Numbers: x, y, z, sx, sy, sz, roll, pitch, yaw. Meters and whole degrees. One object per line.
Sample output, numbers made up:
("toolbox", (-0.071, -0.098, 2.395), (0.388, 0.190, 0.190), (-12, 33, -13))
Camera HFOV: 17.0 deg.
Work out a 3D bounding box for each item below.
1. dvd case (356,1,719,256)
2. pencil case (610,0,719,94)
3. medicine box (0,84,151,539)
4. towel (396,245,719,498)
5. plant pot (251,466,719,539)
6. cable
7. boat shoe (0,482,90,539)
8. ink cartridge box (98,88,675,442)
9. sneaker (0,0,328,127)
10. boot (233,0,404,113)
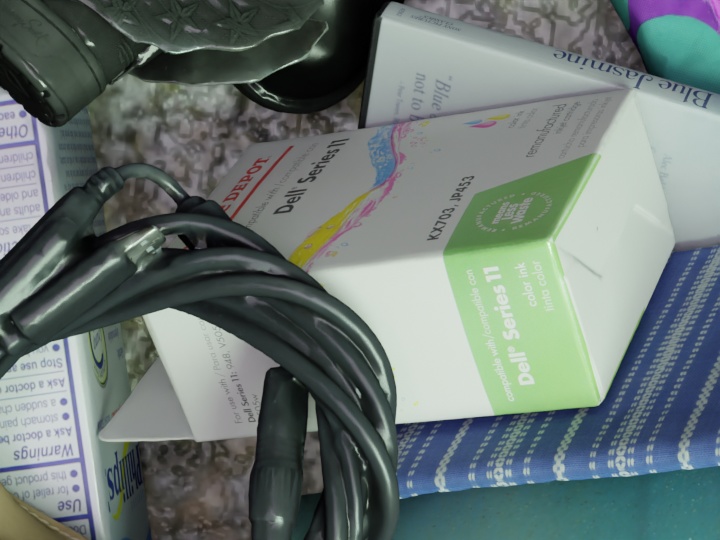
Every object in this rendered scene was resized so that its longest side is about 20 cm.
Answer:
("dvd case", (0.091, -0.011, 0.908), (0.200, 0.018, 0.143), (17, 126, 12))
("pencil case", (0.131, -0.120, 0.917), (0.085, 0.092, 0.200), (-27, 91, 3))
("medicine box", (-0.188, 0.037, 0.935), (0.182, 0.103, 0.200), (-8, 93, 3))
("towel", (0.105, 0.033, 0.826), (0.200, 0.145, 0.024), (-8, 115, 28))
("plant pot", (0.061, 0.142, 0.860), (0.188, 0.200, 0.200), (-3, 93, 16))
("cable", (-0.084, 0.075, 0.794), (0.163, 0.051, 0.200), (42, 85, 4))
("boat shoe", (-0.165, 0.070, 0.849), (0.200, 0.071, 0.065), (23, 94, 3))
("ink cartridge box", (0.000, 0.000, 0.867), (0.200, 0.117, 0.067), (-7, 117, 26))
("sneaker", (-0.114, -0.128, 0.877), (0.104, 0.060, 0.200), (-41, 75, -14))
("boot", (0.008, -0.158, 0.881), (0.079, 0.158, 0.211), (15, 93, -16))
